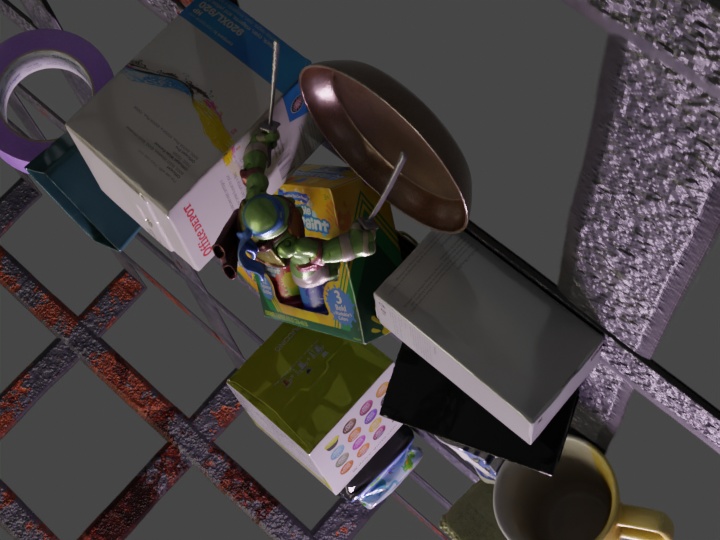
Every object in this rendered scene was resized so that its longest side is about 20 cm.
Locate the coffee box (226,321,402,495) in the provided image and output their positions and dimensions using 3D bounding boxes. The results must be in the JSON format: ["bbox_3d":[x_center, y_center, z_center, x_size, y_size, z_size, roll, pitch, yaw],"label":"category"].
[{"bbox_3d":[-0.062,0.204,1.888,0.200,0.200,0.198,36,164,28],"label":"coffee box"}]

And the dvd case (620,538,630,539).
[{"bbox_3d":[0.306,0.409,1.528,0.199,0.018,0.143,-18,119,24],"label":"dvd case"}]

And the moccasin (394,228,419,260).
[{"bbox_3d":[0.061,0.007,1.234,0.202,0.074,0.078,48,178,23],"label":"moccasin"}]

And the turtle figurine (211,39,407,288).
[{"bbox_3d":[-0.042,-0.065,1.051,0.143,0.201,0.194,18,169,3],"label":"turtle figurine"}]

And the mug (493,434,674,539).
[{"bbox_3d":[0.263,0.303,1.393,0.186,0.149,0.153,42,176,34],"label":"mug"}]

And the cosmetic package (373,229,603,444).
[{"bbox_3d":[0.122,0.057,1.111,0.200,0.113,0.081,41,166,18],"label":"cosmetic package"}]

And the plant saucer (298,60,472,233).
[{"bbox_3d":[0.028,-0.115,1.023,0.200,0.035,0.200,40,166,12],"label":"plant saucer"}]

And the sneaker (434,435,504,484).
[{"bbox_3d":[0.164,0.245,1.618,0.199,0.081,0.115,38,163,17],"label":"sneaker"}]

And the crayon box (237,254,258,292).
[{"bbox_3d":[-0.172,-0.040,1.765,0.119,0.058,0.200,42,166,7],"label":"crayon box"}]

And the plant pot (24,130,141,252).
[{"bbox_3d":[-0.315,-0.151,1.542,0.141,0.200,0.141,49,164,-24],"label":"plant pot"}]

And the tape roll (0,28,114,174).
[{"bbox_3d":[-0.444,-0.238,1.648,0.200,0.200,0.066,42,167,5],"label":"tape roll"}]

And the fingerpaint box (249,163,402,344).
[{"bbox_3d":[-0.045,-0.024,1.234,0.199,0.073,0.168,12,119,53],"label":"fingerpaint box"}]

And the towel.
[{"bbox_3d":[0.200,0.350,1.657,0.037,0.148,0.200,48,172,-19],"label":"towel"}]

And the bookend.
[{"bbox_3d":[0.152,0.156,1.281,0.197,0.093,0.200,16,174,23],"label":"bookend"}]

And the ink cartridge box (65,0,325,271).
[{"bbox_3d":[-0.155,-0.135,1.129,0.144,0.200,0.147,39,165,17],"label":"ink cartridge box"}]

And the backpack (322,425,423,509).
[{"bbox_3d":[0.009,0.341,2.135,0.147,0.183,0.200,46,171,-10],"label":"backpack"}]
